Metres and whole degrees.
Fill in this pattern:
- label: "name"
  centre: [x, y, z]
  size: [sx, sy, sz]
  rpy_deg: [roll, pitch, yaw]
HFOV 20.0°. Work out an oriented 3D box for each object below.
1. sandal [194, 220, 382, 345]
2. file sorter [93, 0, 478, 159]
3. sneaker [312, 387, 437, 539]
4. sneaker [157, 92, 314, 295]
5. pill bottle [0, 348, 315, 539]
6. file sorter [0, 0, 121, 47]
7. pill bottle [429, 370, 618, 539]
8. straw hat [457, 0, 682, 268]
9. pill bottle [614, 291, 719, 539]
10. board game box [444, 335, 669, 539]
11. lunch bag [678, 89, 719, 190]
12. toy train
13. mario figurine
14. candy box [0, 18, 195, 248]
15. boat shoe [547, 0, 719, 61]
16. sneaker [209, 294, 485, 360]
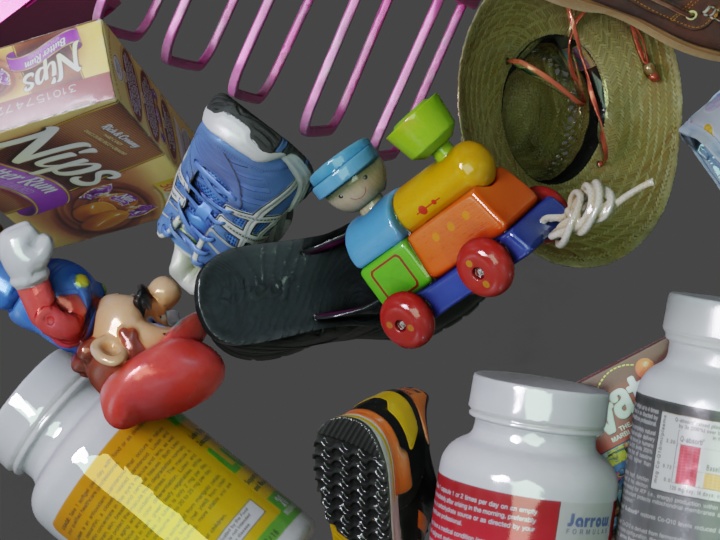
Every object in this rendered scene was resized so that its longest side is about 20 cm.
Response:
- label: "sandal"
  centre: [0.000, 0.001, 1.228]
  size: [0.199, 0.048, 0.076]
  rpy_deg: [-18, 89, -17]
- label: "file sorter"
  centre: [-0.045, -0.161, 1.259]
  size: [0.199, 0.139, 0.126]
  rpy_deg: [26, 97, 6]
- label: "sneaker"
  centre: [0.023, 0.170, 1.297]
  size: [0.070, 0.090, 0.202]
  rpy_deg: [14, 119, 34]
- label: "sneaker"
  centre: [-0.079, -0.039, 1.234]
  size: [0.076, 0.200, 0.077]
  rpy_deg: [38, 72, 11]
- label: "pill bottle"
  centre: [-0.137, 0.142, 1.294]
  size: [0.200, 0.111, 0.111]
  rpy_deg: [38, 95, 5]
- label: "file sorter"
  centre: [-0.280, -0.168, 1.293]
  size: [0.199, 0.139, 0.126]
  rpy_deg: [-36, 85, 6]
- label: "pill bottle"
  centre: [0.097, 0.167, 1.246]
  size: [0.111, 0.112, 0.202]
  rpy_deg: [8, 93, 7]
- label: "straw hat"
  centre: [0.107, -0.097, 1.267]
  size: [0.085, 0.200, 0.203]
  rpy_deg: [-7, 90, 51]
- label: "pill bottle"
  centre: [0.217, 0.119, 1.230]
  size: [0.115, 0.116, 0.202]
  rpy_deg: [9, 93, 7]
- label: "board game box"
  centre: [0.164, 0.116, 1.303]
  size: [0.199, 0.019, 0.104]
  rpy_deg: [-28, 87, 7]
- label: "lunch bag"
  centre: [0.310, -0.069, 1.227]
  size: [0.169, 0.127, 0.200]
  rpy_deg: [-38, 53, 2]
- label: "toy train"
  centre: [0.062, -0.050, 1.128]
  size: [0.116, 0.085, 0.200]
  rpy_deg: [52, 133, -2]
- label: "mario figurine"
  centre: [-0.165, 0.013, 1.253]
  size: [0.199, 0.123, 0.107]
  rpy_deg: [29, 122, 13]
- label: "candy box"
  centre: [-0.176, -0.078, 1.248]
  size: [0.116, 0.200, 0.057]
  rpy_deg: [-15, 73, 7]
- label: "boat shoe"
  centre: [0.181, -0.177, 1.198]
  size: [0.198, 0.070, 0.071]
  rpy_deg: [12, 61, -14]
- label: "sneaker"
  centre: [-0.006, 0.016, 1.287]
  size: [0.198, 0.091, 0.077]
  rpy_deg: [-17, 87, 6]
